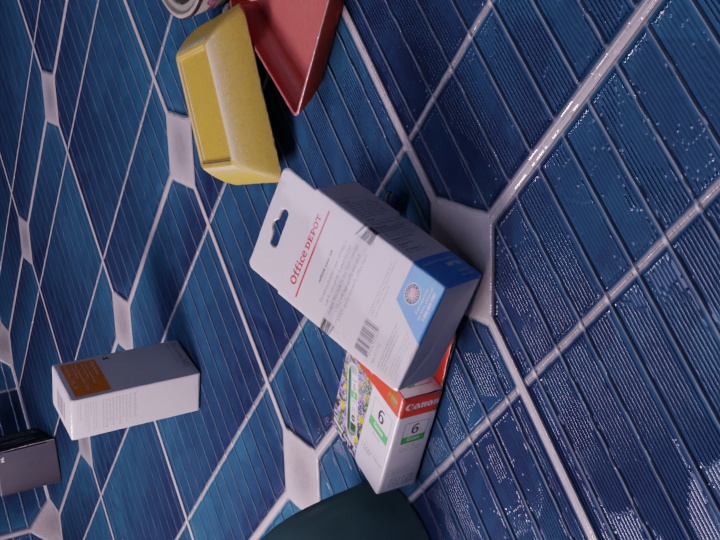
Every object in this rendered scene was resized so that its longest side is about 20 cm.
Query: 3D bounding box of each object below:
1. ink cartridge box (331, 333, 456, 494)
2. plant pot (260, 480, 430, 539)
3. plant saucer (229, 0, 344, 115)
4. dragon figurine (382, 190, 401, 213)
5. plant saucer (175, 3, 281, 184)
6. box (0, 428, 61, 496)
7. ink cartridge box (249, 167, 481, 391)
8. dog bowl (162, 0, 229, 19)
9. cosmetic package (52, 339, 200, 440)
[{"bbox_3d":[0.029,0.110,1.121,0.109,0.050,0.202,52,142,41],"label":"ink cartridge box"},{"bbox_3d":[-0.029,0.338,1.190,0.200,0.159,0.204,27,122,55],"label":"plant pot"},{"bbox_3d":[-0.071,-0.303,1.184,0.201,0.036,0.202,60,145,33],"label":"plant saucer"},{"bbox_3d":[-0.015,-0.014,1.152,0.100,0.058,0.202,58,144,35],"label":"dragon figurine"},{"bbox_3d":[-0.165,-0.197,1.343,0.199,0.048,0.203,7,112,67],"label":"plant saucer"},{"bbox_3d":[-0.812,0.453,2.694,0.199,0.146,0.106,3,102,62],"label":"box"},{"bbox_3d":[0.000,0.000,1.036,0.199,0.067,0.117,38,120,25],"label":"ink cartridge box"},{"bbox_3d":[-0.186,-0.400,1.328,0.199,0.073,0.204,30,126,54],"label":"dog bowl"},{"bbox_3d":[-0.348,0.175,1.684,0.101,0.197,0.072,42,134,47],"label":"cosmetic package"}]
